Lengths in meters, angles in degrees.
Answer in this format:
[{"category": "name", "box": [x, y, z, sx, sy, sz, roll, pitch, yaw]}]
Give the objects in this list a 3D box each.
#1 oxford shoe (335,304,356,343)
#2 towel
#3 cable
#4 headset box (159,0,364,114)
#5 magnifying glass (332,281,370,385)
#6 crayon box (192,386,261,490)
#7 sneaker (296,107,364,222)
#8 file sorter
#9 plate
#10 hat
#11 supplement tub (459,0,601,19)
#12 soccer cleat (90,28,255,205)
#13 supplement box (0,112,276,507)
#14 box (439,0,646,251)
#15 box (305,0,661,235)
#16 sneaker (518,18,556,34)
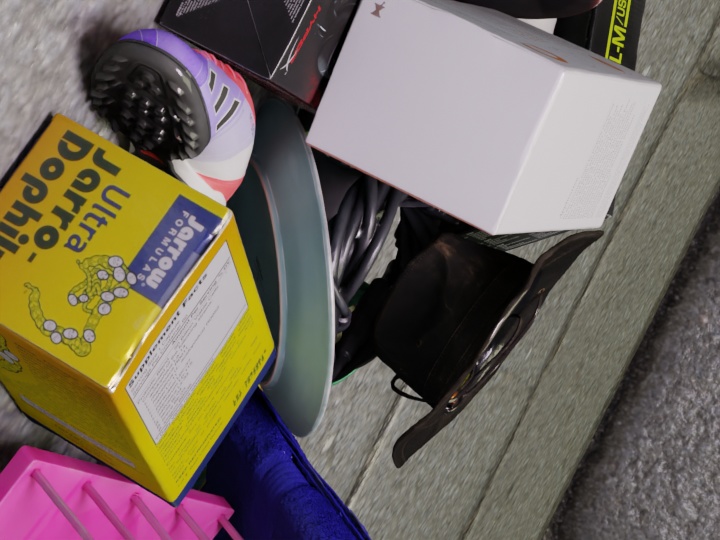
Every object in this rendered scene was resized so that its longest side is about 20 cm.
[{"category": "oxford shoe", "box": [-0.043, 0.012, 1.396, 0.074, 0.071, 0.200, -42, 152, -17]}, {"category": "towel", "box": [-0.037, 0.176, 1.251, 0.049, 0.200, 0.148, -18, 140, -26]}, {"category": "cable", "box": [0.000, 0.000, 1.266, 0.164, 0.051, 0.200, -59, 167, 12]}, {"category": "headset box", "box": [-0.017, -0.167, 1.136, 0.149, 0.077, 0.200, -62, 163, 1]}, {"category": "magnifying glass", "box": [-0.025, 0.019, 1.333, 0.080, 0.022, 0.200, -43, 151, -11]}, {"category": "crayon box", "box": [-0.101, 0.094, 1.358, 0.127, 0.051, 0.200, -62, 165, 0]}, {"category": "sneaker", "box": [0.001, -0.123, 1.271, 0.083, 0.071, 0.201, 27, 83, -85]}, {"category": "file sorter", "box": [-0.139, 0.207, 1.151, 0.139, 0.125, 0.200, -50, 148, 9]}, {"category": "plate", "box": [-0.053, -0.001, 1.199, 0.025, 0.201, 0.201, -5, 138, -17]}, {"category": "hat", "box": [0.060, 0.024, 1.262, 0.201, 0.081, 0.201, -47, 170, -10]}, {"category": "supplement tub", "box": [0.110, -0.263, 1.250, 0.107, 0.106, 0.201, 52, 44, -73]}, {"category": "soccer cleat", "box": [-0.090, -0.088, 1.060, 0.073, 0.068, 0.200, -59, 168, -15]}, {"category": "supplement box", "box": [-0.125, 0.027, 1.059, 0.109, 0.109, 0.200, -56, 164, -17]}, {"category": "box", "box": [0.112, -0.112, 1.391, 0.200, 0.047, 0.194, -17, -125, 58]}, {"category": "box", "box": [0.075, -0.090, 1.158, 0.200, 0.124, 0.098, -4, 119, -67]}, {"category": "sneaker", "box": [0.122, -0.226, 1.321, 0.074, 0.087, 0.201, 31, 63, -62]}]
